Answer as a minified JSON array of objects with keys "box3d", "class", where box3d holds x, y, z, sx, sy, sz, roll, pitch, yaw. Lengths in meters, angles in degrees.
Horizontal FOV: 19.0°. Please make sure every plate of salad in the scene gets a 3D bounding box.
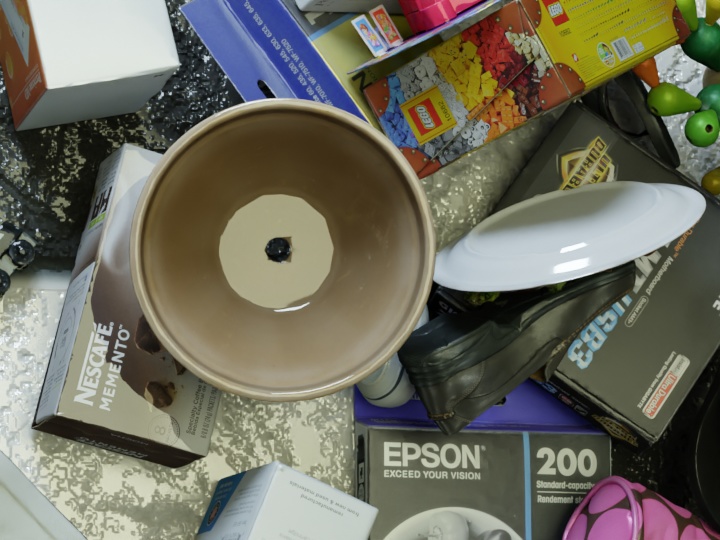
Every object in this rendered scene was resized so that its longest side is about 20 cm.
[{"box3d":[0.147,-0.016,1.519,0.200,0.200,0.048,-24,109,-22],"class":"plate of salad"}]

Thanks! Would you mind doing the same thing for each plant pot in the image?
[{"box3d":[-0.053,-0.013,1.446,0.201,0.093,0.201,0,90,-4],"class":"plant pot"}]

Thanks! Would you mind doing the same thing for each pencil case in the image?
[{"box3d":[0.238,0.229,1.578,0.200,0.094,0.091,27,115,-31],"class":"pencil case"}]

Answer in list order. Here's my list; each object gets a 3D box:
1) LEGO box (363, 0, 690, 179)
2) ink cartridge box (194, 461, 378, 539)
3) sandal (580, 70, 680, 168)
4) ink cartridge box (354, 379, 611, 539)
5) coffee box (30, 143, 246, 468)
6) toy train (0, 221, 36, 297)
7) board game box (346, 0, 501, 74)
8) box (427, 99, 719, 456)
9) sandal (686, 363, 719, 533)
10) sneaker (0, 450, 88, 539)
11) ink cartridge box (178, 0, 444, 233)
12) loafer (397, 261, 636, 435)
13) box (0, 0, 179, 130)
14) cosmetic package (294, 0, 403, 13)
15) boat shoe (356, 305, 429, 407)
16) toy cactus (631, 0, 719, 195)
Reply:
[{"box3d":[0.123,-0.150,1.544,0.200,0.149,0.077,-29,92,-53],"class":"LEGO box"},{"box3d":[-0.079,0.241,1.459,0.084,0.145,0.200,27,73,-14],"class":"ink cartridge box"},{"box3d":[0.183,-0.159,1.677,0.048,0.075,0.200,-33,93,14],"class":"sandal"},{"box3d":[0.091,0.164,1.590,0.198,0.043,0.200,3,77,-19],"class":"ink cartridge box"},{"box3d":[-0.147,0.027,1.510,0.113,0.080,0.200,18,74,-17],"class":"coffee box"},{"box3d":[-0.298,0.044,1.478,0.046,0.034,0.200,40,70,-7],"class":"toy train"},{"box3d":[0.072,-0.202,1.520,0.200,0.158,0.039,-37,102,-53],"class":"board game box"},{"box3d":[0.186,0.004,1.629,0.198,0.050,0.200,35,69,5],"class":"box"},{"box3d":[0.291,0.097,1.586,0.075,0.045,0.200,27,73,-35],"class":"sandal"},{"box3d":[-0.264,0.159,1.437,0.085,0.073,0.200,-47,109,-16],"class":"sneaker"},{"box3d":[-0.010,-0.149,1.560,0.198,0.047,0.200,54,36,-2],"class":"ink cartridge box"},{"box3d":[0.119,0.048,1.552,0.200,0.073,0.072,-25,109,-21],"class":"loafer"},{"box3d":[-0.207,-0.214,1.510,0.097,0.124,0.200,-12,84,-21],"class":"box"},{"box3d":[0.039,-0.242,1.568,0.200,0.101,0.071,-6,65,-47],"class":"cosmetic package"},{"box3d":[0.000,0.000,1.568,0.067,0.074,0.200,17,60,-44],"class":"boat shoe"},{"box3d":[0.285,-0.141,1.663,0.200,0.102,0.165,58,30,-9],"class":"toy cactus"}]
